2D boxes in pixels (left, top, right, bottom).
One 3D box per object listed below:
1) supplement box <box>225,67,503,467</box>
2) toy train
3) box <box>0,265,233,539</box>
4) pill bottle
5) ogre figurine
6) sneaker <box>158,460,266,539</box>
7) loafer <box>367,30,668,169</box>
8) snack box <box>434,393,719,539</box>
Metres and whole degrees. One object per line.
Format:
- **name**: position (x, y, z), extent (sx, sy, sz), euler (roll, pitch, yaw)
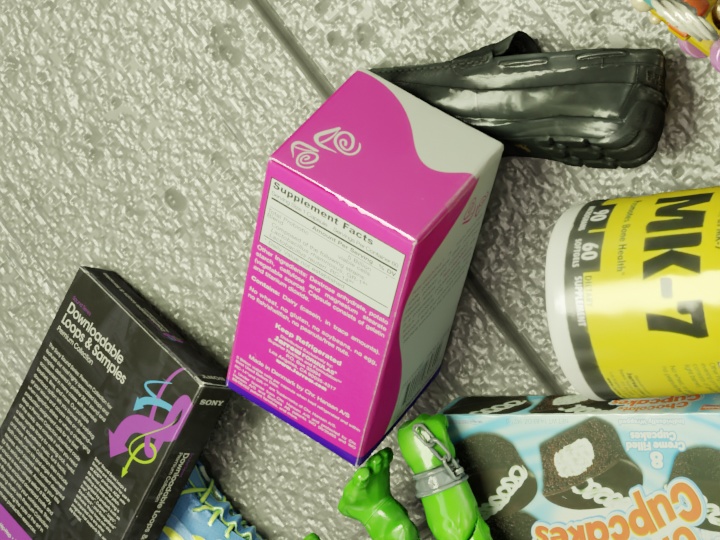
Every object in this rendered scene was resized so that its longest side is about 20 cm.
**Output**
- **supplement box**: position (0.000, 0.000, 1.341), extent (0.103, 0.101, 0.200), euler (31, 138, 14)
- **toy train**: position (0.203, -0.127, 1.207), extent (0.056, 0.200, 0.150), euler (-53, 45, 6)
- **box**: position (-0.172, 0.118, 1.491), extent (0.143, 0.036, 0.200), euler (41, 112, 36)
- **pill bottle**: position (0.212, 0.009, 1.268), extent (0.200, 0.114, 0.115), euler (-7, 103, 28)
- **ogre figurine**: position (0.016, 0.193, 1.405), extent (0.120, 0.098, 0.200), euler (43, 89, 10)
- **sneaker**: position (-0.108, 0.171, 1.503), extent (0.200, 0.076, 0.105), euler (11, 110, 24)
- **loafer**: position (0.084, -0.102, 1.330), extent (0.200, 0.068, 0.071), euler (6, 73, 32)
- **snack box**: position (0.149, 0.134, 1.384), extent (0.200, 0.037, 0.116), euler (-3, 106, 27)
